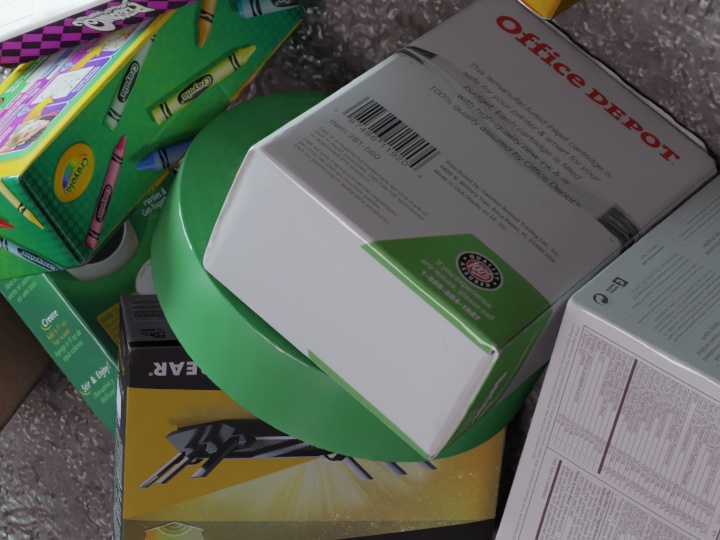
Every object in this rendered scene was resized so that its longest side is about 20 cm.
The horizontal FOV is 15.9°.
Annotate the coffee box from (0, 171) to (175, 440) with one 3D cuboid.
[{"bbox_3d":[-0.141,-0.014,1.400,0.200,0.123,0.044,51,136,2],"label":"coffee box"}]

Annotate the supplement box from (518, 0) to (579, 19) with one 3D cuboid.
[{"bbox_3d":[0.080,-0.256,1.092,0.197,0.133,0.200,40,131,13],"label":"supplement box"}]

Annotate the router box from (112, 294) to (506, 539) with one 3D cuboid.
[{"bbox_3d":[-0.027,0.088,1.330,0.199,0.052,0.158,-2,122,-10],"label":"router box"}]

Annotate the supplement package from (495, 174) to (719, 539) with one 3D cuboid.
[{"bbox_3d":[0.195,0.087,1.172,0.200,0.152,0.151,30,129,22],"label":"supplement package"}]

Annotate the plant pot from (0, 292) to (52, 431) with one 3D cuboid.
[{"bbox_3d":[-0.263,0.018,1.487,0.174,0.201,0.200,36,133,-8],"label":"plant pot"}]

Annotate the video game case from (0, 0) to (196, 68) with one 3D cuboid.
[{"bbox_3d":[-0.117,-0.209,1.271,0.199,0.036,0.182,-15,68,41],"label":"video game case"}]

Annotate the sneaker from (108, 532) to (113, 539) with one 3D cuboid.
[{"bbox_3d":[-0.068,0.125,1.462,0.080,0.071,0.200,38,135,-5],"label":"sneaker"}]

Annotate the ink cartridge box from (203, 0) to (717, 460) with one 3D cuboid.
[{"bbox_3d":[0.050,-0.027,1.193,0.146,0.200,0.084,40,134,14],"label":"ink cartridge box"}]

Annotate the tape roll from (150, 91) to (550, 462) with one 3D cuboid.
[{"bbox_3d":[0.000,0.000,1.243,0.200,0.200,0.048,40,133,14],"label":"tape roll"}]

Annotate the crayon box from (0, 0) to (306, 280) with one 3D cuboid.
[{"bbox_3d":[-0.130,-0.081,1.287,0.119,0.200,0.058,-8,125,48],"label":"crayon box"}]
